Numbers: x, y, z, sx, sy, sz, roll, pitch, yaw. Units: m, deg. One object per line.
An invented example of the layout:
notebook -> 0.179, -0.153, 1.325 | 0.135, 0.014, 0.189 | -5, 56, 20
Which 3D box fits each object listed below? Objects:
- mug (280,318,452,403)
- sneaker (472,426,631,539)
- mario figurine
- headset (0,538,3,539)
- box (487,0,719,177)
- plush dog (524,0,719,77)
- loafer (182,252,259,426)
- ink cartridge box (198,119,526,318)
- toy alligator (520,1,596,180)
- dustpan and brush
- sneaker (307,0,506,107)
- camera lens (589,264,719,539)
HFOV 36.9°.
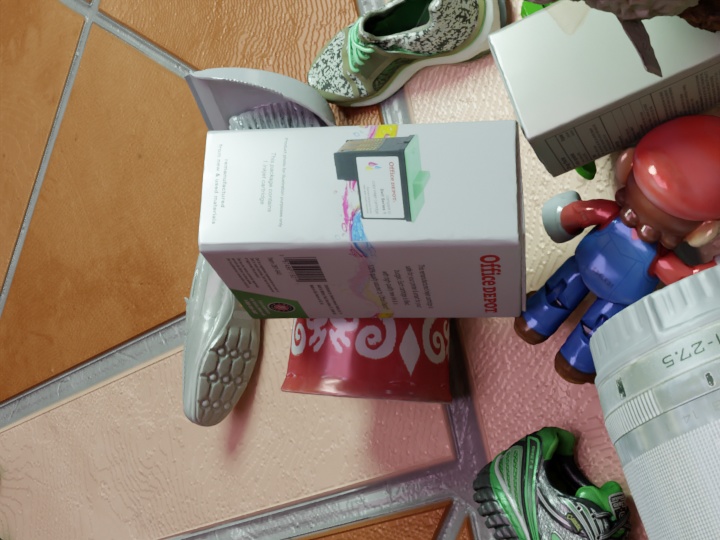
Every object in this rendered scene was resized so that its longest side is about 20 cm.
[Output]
mug -> -0.005, -0.001, 0.857 | 0.176, 0.133, 0.203 | 0, 83, 40
sneaker -> 0.154, 0.195, 0.729 | 0.085, 0.077, 0.201 | -50, 56, 26
mario figurine -> 0.194, -0.018, 0.726 | 0.201, 0.122, 0.107 | -56, 15, 33
headset -> -0.458, 0.340, 1.291 | 0.122, 0.093, 0.203 | -2, 100, 38
box -> 0.189, -0.140, 0.670 | 0.198, 0.095, 0.079 | -23, 73, 15
plush dog -> 0.175, -0.212, 0.534 | 0.172, 0.159, 0.201 | -47, 15, 51
loafer -> -0.132, 0.043, 1.010 | 0.069, 0.069, 0.203 | 12, 87, 46
ink cartridge box -> 0.009, -0.028, 0.710 | 0.197, 0.145, 0.085 | -1, 70, 8
toy alligator -> 0.152, -0.163, 0.779 | 0.053, 0.059, 0.203 | -15, 73, -1
dustpan and brush -> -0.042, -0.117, 0.927 | 0.197, 0.140, 0.058 | -7, 48, 12
sneaker -> 0.017, -0.193, 0.876 | 0.198, 0.088, 0.078 | -18, 75, 40
camera lens -> 0.232, 0.109, 0.611 | 0.159, 0.159, 0.202 | -33, 66, 35
